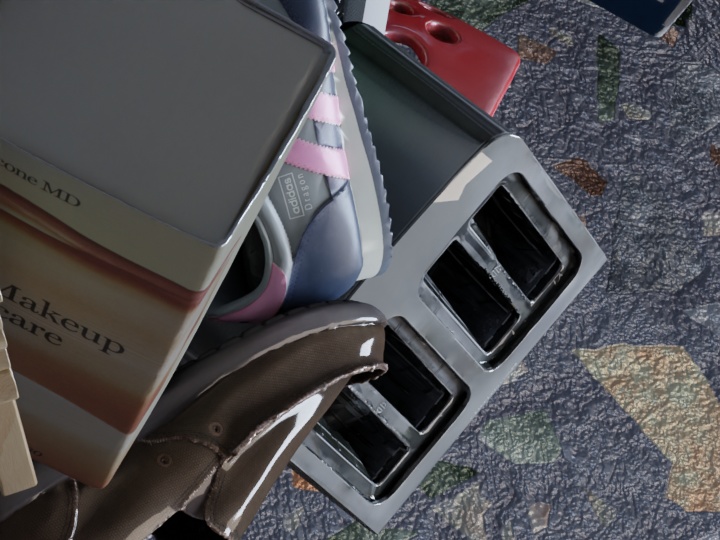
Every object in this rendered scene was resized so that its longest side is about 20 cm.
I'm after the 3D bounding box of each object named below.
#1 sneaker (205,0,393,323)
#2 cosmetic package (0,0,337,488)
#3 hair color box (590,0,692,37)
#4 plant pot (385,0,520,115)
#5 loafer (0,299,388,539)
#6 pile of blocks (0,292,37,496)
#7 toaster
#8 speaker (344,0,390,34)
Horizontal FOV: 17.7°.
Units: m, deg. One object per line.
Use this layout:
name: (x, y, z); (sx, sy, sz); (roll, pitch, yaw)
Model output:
sneaker: (-0.050, -0.069, 0.890); (0.082, 0.200, 0.070); (-28, -156, -22)
cosmetic package: (-0.092, -0.016, 0.768); (0.087, 0.103, 0.200); (-63, -179, -31)
hair color box: (0.157, -0.209, 1.000); (0.200, 0.060, 0.100); (-63, -177, -29)
plant pot: (-0.025, -0.087, 1.405); (0.201, 0.182, 0.200); (-60, -178, 4)
loafer: (-0.065, 0.076, 0.896); (0.200, 0.071, 0.073); (-29, 178, -27)
pile of blocks: (-0.135, 0.008, 0.638); (0.062, 0.082, 0.200); (-17, 159, -12)
toaster: (0.000, 0.000, 1.056); (0.181, 0.119, 0.200); (-50, 146, -5)
speaker: (-0.027, -0.123, 1.197); (0.081, 0.081, 0.200); (123, -20, -64)
